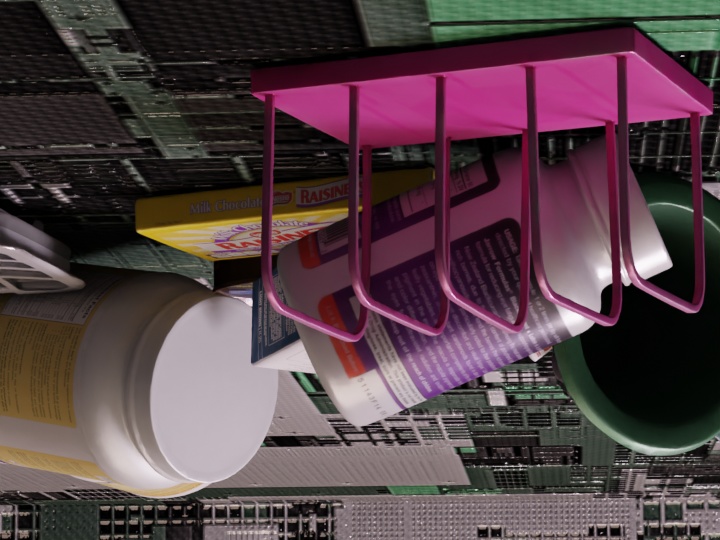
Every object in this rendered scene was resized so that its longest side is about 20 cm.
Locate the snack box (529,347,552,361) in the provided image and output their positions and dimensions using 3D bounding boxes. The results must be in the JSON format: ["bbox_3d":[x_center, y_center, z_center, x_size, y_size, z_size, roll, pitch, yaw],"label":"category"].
[{"bbox_3d":[0.132,0.019,1.825,0.072,0.024,0.200,-39,167,1],"label":"snack box"}]

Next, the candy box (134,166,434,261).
[{"bbox_3d":[-0.027,-0.033,1.631,0.200,0.026,0.102,-5,165,25],"label":"candy box"}]

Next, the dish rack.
[{"bbox_3d":[-0.286,-0.016,1.672,0.200,0.044,0.172,-3,170,13],"label":"dish rack"}]

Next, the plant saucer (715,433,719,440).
[{"bbox_3d":[0.303,0.043,1.770,0.201,0.201,0.039,-3,-148,15],"label":"plant saucer"}]

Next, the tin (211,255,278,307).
[{"bbox_3d":[0.000,0.000,1.787,0.200,0.042,0.112,0,174,-2],"label":"tin"}]

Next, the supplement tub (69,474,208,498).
[{"bbox_3d":[-0.164,0.097,2.015,0.144,0.144,0.200,-3,169,14],"label":"supplement tub"}]

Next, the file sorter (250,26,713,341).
[{"bbox_3d":[0.063,-0.036,1.336,0.200,0.126,0.139,-4,169,23],"label":"file sorter"}]

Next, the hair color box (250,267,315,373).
[{"bbox_3d":[0.014,0.017,1.646,0.100,0.061,0.200,7,165,-24],"label":"hair color box"}]

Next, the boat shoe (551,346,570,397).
[{"bbox_3d":[0.163,0.057,1.832,0.065,0.072,0.200,20,166,11],"label":"boat shoe"}]

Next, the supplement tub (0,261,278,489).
[{"bbox_3d":[-0.169,0.068,1.776,0.200,0.145,0.145,6,176,39],"label":"supplement tub"}]

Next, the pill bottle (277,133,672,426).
[{"bbox_3d":[0.065,-0.001,1.471,0.200,0.111,0.111,-23,166,7],"label":"pill bottle"}]

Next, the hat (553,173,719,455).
[{"bbox_3d":[0.139,0.028,1.643,0.200,0.166,0.176,24,167,-35],"label":"hat"}]
